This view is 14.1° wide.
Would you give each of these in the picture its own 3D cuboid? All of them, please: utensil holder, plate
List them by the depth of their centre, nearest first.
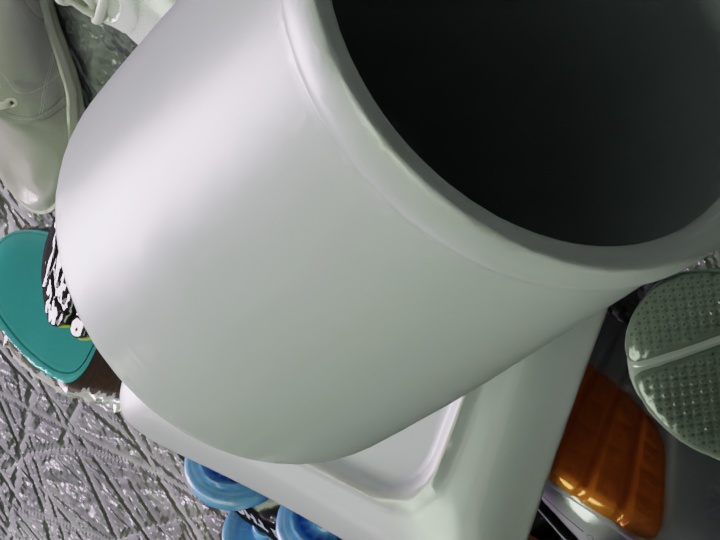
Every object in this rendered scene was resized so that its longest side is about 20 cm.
[{"bbox_3d":[0.013,-0.043,0.919,0.170,0.170,0.200,54,145,1],"label":"utensil holder"},{"bbox_3d":[0.000,0.000,1.080,0.199,0.032,0.201,25,101,34],"label":"plate"}]

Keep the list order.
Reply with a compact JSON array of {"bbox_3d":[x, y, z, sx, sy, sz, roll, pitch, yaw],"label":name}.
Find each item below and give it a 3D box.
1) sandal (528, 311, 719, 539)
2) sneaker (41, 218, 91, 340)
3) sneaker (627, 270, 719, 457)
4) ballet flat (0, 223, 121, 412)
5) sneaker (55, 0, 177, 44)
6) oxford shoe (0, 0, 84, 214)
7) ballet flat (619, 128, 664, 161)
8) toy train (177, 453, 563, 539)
[{"bbox_3d":[0.115,0.093,1.079,0.207,0.079,0.059,40,143,19],"label":"sandal"},{"bbox_3d":[-0.043,-0.027,1.189,0.200,0.081,0.074,-23,73,40],"label":"sneaker"},{"bbox_3d":[0.176,0.064,0.982,0.200,0.070,0.080,40,-172,-1],"label":"sneaker"},{"bbox_3d":[-0.097,0.040,1.321,0.200,0.072,0.072,29,140,44],"label":"ballet flat"},{"bbox_3d":[-0.122,-0.136,1.178,0.200,0.080,0.070,46,145,11],"label":"sneaker"},{"bbox_3d":[-0.167,-0.104,1.286,0.075,0.058,0.200,28,141,32],"label":"oxford shoe"},{"bbox_3d":[0.152,-0.032,0.924,0.200,0.067,0.071,-6,110,53],"label":"ballet flat"},{"bbox_3d":[0.017,0.090,1.168,0.200,0.114,0.087,31,159,31],"label":"toy train"}]
